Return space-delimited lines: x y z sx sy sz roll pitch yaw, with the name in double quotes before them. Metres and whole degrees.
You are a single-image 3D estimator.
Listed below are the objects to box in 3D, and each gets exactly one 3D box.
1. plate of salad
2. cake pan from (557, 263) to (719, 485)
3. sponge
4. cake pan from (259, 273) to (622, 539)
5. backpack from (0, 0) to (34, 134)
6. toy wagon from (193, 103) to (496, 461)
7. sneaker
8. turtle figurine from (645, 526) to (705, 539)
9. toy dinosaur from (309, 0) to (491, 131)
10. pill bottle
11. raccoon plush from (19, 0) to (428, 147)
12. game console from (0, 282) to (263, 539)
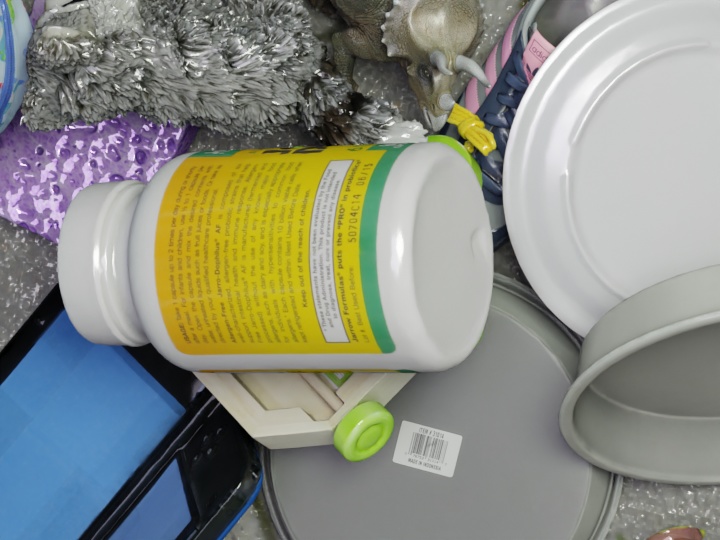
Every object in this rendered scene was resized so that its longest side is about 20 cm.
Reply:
"plate of salad" 0.167 -0.052 1.433 0.200 0.048 0.200 -3 104 -13
"cake pan" 0.196 0.051 1.382 0.200 0.200 0.037 -12 60 11
"sponge" -0.136 -0.108 1.518 0.111 0.030 0.200 27 96 10
"cake pan" 0.039 0.097 1.474 0.200 0.037 0.201 0 91 12
"backpack" -0.258 -0.105 1.460 0.154 0.200 0.163 -18 77 -18
"toy wagon" 0.000 0.000 1.439 0.200 0.040 0.155 -46 57 1
"sneaker" 0.088 -0.095 1.446 0.070 0.082 0.200 31 97 10
"turtle figurine" 0.163 0.225 1.430 0.200 0.064 0.162 -40 65 41
"toy dinosaur" -0.002 -0.156 1.443 0.200 0.077 0.102 53 141 9
"pill bottle" -0.045 -0.005 1.372 0.200 0.113 0.113 -1 91 26
"raccoon plush" -0.077 -0.094 1.398 0.200 0.134 0.097 28 133 30
"game console" -0.163 0.126 1.487 0.118 0.171 0.200 37 99 -18
